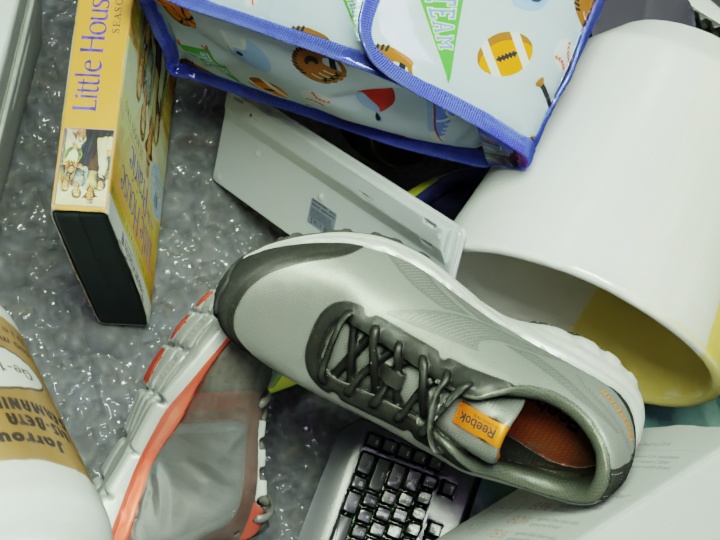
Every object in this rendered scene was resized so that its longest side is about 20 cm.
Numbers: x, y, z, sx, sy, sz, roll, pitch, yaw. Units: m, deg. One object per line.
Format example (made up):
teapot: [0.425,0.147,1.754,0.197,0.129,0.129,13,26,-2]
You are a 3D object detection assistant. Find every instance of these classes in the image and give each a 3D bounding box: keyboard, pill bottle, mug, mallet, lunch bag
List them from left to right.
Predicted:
pill bottle: [-0.172,0.109,0.714,0.114,0.114,0.200,-20,49,-18]
keyboard: [-0.016,-0.033,0.814,0.011,0.056,0.200,-10,31,-34]
keyboard: [0.017,0.183,0.791,0.127,0.021,0.200,21,78,-2]
lunch bag: [0.018,-0.153,0.768,0.200,0.124,0.170,21,79,13]
mallet: [0.083,-0.074,0.919,0.200,0.066,0.041,3,103,-25]
mug: [0.139,-0.027,0.810,0.149,0.187,0.153,13,68,36]

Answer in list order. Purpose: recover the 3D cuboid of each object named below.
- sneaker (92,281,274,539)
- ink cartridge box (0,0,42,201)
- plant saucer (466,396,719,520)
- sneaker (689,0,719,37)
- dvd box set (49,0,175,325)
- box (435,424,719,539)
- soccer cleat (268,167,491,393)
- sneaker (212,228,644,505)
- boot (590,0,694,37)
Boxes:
sneaker: [-0.072,0.087,0.788,0.082,0.077,0.200,30,95,-14]
ink cartridge box: [-0.263,-0.110,0.802,0.200,0.145,0.145,12,67,-6]
plant saucer: [0.121,0.092,0.858,0.200,0.036,0.200,4,67,-9]
sneaker: [0.219,-0.156,0.957,0.200,0.070,0.090,40,70,8]
dvd box set: [-0.118,-0.090,0.823,0.029,0.146,0.200,2,67,2]
box: [0.088,0.158,0.731,0.200,0.124,0.098,-28,95,-21]
soccer cleat: [0.000,-0.001,0.844,0.200,0.084,0.065,-27,76,-20]
sneaker: [0.031,0.042,0.714,0.200,0.074,0.079,21,22,0]
boot: [0.073,-0.122,0.905,0.200,0.097,0.075,3,83,-4]
